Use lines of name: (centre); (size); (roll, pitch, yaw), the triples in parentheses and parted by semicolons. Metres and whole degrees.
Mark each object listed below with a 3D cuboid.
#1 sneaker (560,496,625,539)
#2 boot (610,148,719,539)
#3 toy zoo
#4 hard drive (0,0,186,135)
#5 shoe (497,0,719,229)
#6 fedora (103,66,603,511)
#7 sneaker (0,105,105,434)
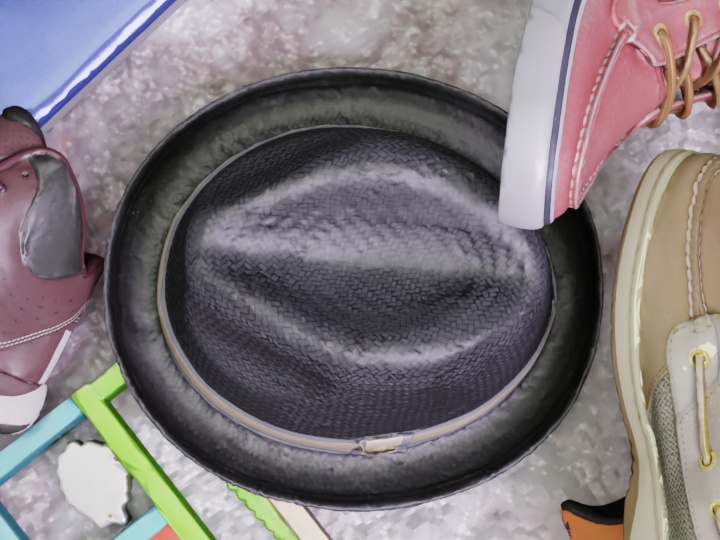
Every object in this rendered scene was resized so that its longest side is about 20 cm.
sneaker: (0.170, 0.066, 0.807); (0.200, 0.070, 0.090); (-39, 88, 1)
boot: (0.167, 0.050, 0.718); (0.155, 0.072, 0.200); (-7, 79, 38)
toy zoo: (-0.118, 0.134, 0.839); (0.200, 0.020, 0.131); (-39, 85, -1)
hard drive: (-0.175, -0.107, 0.860); (0.200, 0.025, 0.132); (-43, 84, -1)
shoe: (0.113, -0.085, 0.781); (0.091, 0.071, 0.200); (12, 45, 9)
fedora: (0.000, 0.000, 0.799); (0.200, 0.092, 0.201); (1, 80, -4)
sneaker: (-0.184, -0.030, 0.806); (0.200, 0.076, 0.116); (37, 82, -31)
